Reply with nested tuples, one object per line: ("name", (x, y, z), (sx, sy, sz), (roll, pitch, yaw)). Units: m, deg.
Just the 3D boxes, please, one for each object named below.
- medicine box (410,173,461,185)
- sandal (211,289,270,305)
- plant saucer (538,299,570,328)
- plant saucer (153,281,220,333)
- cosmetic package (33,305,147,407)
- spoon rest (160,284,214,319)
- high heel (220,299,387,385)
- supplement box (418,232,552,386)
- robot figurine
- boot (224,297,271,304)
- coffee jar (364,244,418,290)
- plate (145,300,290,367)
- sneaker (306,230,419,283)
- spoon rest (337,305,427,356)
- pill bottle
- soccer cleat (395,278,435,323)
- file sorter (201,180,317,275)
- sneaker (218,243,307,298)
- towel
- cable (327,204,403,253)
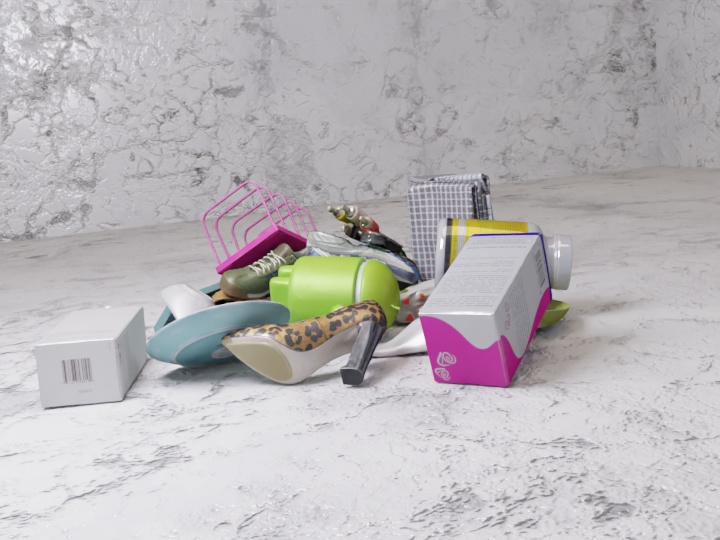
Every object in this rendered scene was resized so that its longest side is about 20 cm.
("medicine box", (0.175, -0.096, 1.846), (0.101, 0.186, 0.200), (-6, 10, -10))
("sandal", (-0.213, 0.055, 1.554), (0.081, 0.056, 0.198), (4, 13, 43))
("plant saucer", (0.204, 0.058, 1.328), (0.196, 0.032, 0.200), (3, 6, 0))
("plant saucer", (-0.277, 0.058, 1.542), (0.019, 0.070, 0.199), (40, 23, 12))
("cosmetic package", (-0.355, 0.109, 1.225), (0.105, 0.087, 0.200), (-5, 9, -2))
("spoon rest", (-0.242, 0.069, 1.360), (0.099, 0.061, 0.199), (30, -3, -28))
("high heel", (-0.068, 0.077, 1.177), (0.196, 0.072, 0.143), (10, 38, 13))
("supplement box", (0.160, 0.043, 1.132), (0.102, 0.103, 0.200), (-1, 28, 28))
("robot figurine", (-0.031, 0.039, 1.341), (0.196, 0.118, 0.176), (2, 22, 13))
("boot", (-0.145, 0.055, 1.477), (0.171, 0.071, 0.200), (-7, 12, -14))
("coffee jar", (0.044, 0.007, 1.603), (0.102, 0.087, 0.200), (2, 9, -4))
("plate", (-0.185, 0.092, 1.214), (0.197, 0.026, 0.201), (-17, -21, -6))
("sneaker", (0.000, 0.000, 1.474), (0.197, 0.087, 0.077), (16, 1, 19))
("spoon rest", (0.063, 0.089, 1.254), (0.196, 0.062, 0.099), (7, 8, -13))
("pill bottle", (0.210, -0.017, 1.359), (0.196, 0.114, 0.112), (3, 10, 6))
("soccer cleat", (0.131, 0.038, 1.447), (0.197, 0.071, 0.077), (-12, 8, -20))
("file sorter", (-0.175, -0.063, 1.667), (0.138, 0.127, 0.199), (-33, -23, 16))
("sneaker", (-0.150, -0.008, 1.567), (0.198, 0.091, 0.067), (-1, 32, -47))
("towel", (0.165, -0.071, 1.653), (0.085, 0.204, 0.164), (-13, 12, -38))
("cable", (0.031, -0.062, 1.477), (0.096, 0.051, 0.199), (24, 5, 34))
